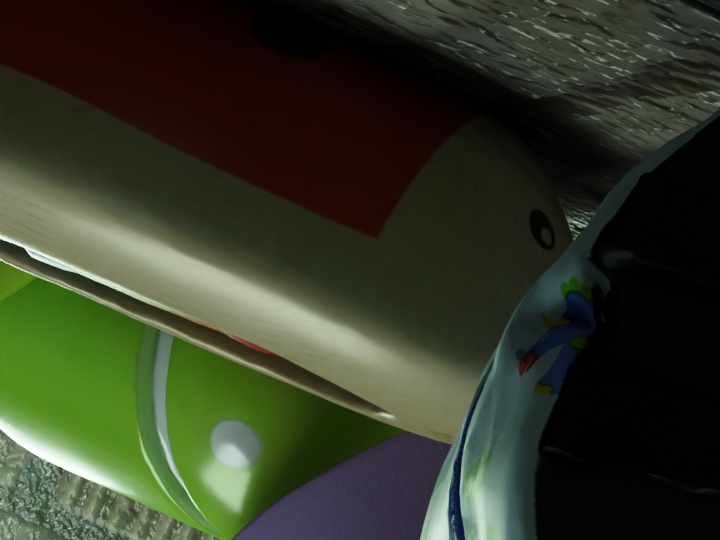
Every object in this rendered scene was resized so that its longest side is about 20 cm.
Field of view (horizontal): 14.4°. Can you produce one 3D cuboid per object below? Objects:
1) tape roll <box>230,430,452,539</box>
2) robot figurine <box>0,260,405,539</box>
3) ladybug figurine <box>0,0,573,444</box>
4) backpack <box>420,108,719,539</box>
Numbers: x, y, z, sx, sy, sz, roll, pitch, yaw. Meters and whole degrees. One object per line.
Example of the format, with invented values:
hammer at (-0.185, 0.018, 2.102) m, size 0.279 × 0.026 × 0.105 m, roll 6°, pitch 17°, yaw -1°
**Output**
tape roll at (0.062, 0.089, 0.766) m, size 0.200 × 0.066 × 0.200 m, roll -15°, pitch 159°, yaw -6°
robot figurine at (-0.039, 0.015, 0.822) m, size 0.200 × 0.116 × 0.176 m, roll 18°, pitch 155°, yaw 47°
ladybug figurine at (-0.036, -0.023, 0.655) m, size 0.200 × 0.072 × 0.136 m, roll 22°, pitch 174°, yaw 9°
backpack at (0.105, 0.061, 0.409) m, size 0.200 × 0.163 × 0.154 m, roll 30°, pitch 159°, yaw -10°
